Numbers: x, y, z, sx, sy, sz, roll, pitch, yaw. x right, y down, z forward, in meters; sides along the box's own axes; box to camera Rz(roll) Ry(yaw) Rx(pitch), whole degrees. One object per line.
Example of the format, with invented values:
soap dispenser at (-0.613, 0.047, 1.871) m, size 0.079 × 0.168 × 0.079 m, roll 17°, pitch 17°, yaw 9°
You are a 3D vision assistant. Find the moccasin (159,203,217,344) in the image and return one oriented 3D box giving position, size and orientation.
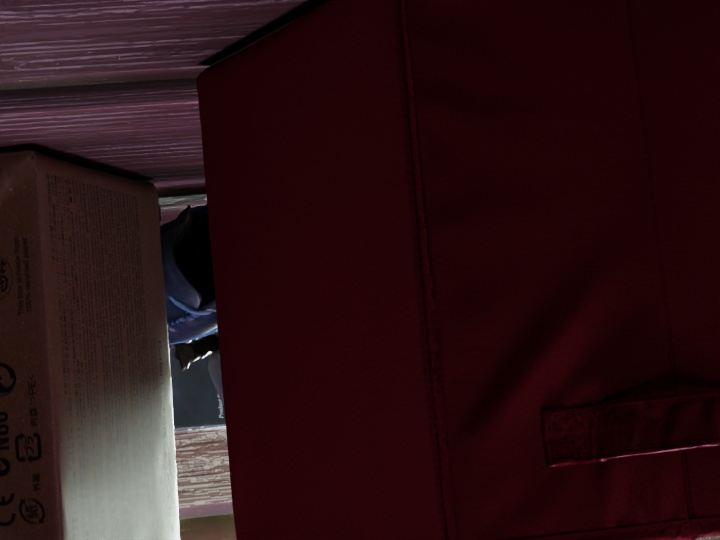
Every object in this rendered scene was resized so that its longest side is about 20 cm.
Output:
moccasin at (-0.083, -0.014, 1.093) m, size 0.199 × 0.081 × 0.068 m, roll -26°, pitch 161°, yaw 33°

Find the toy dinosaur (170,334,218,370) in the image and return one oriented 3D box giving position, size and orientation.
toy dinosaur at (-0.108, 0.033, 1.481) m, size 0.102 × 0.078 × 0.200 m, roll -19°, pitch -168°, yaw -27°

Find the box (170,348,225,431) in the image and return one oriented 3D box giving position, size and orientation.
box at (-0.114, 0.117, 2.307) m, size 0.195 × 0.125 × 0.200 m, roll -4°, pitch 176°, yaw 6°

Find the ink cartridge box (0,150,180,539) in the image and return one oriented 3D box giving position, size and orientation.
ink cartridge box at (-0.149, 0.053, 0.957) m, size 0.075 × 0.202 × 0.165 m, roll -6°, pitch 175°, yaw 13°

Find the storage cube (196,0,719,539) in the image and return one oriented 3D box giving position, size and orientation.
storage cube at (0.057, 0.002, 0.688) m, size 0.170 × 0.181 × 0.200 m, roll -3°, pitch 174°, yaw -25°

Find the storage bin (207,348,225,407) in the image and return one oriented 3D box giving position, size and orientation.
storage bin at (0.022, 0.051, 1.099) m, size 0.199 × 0.146 × 0.134 m, roll -26°, pitch 179°, yaw 27°
